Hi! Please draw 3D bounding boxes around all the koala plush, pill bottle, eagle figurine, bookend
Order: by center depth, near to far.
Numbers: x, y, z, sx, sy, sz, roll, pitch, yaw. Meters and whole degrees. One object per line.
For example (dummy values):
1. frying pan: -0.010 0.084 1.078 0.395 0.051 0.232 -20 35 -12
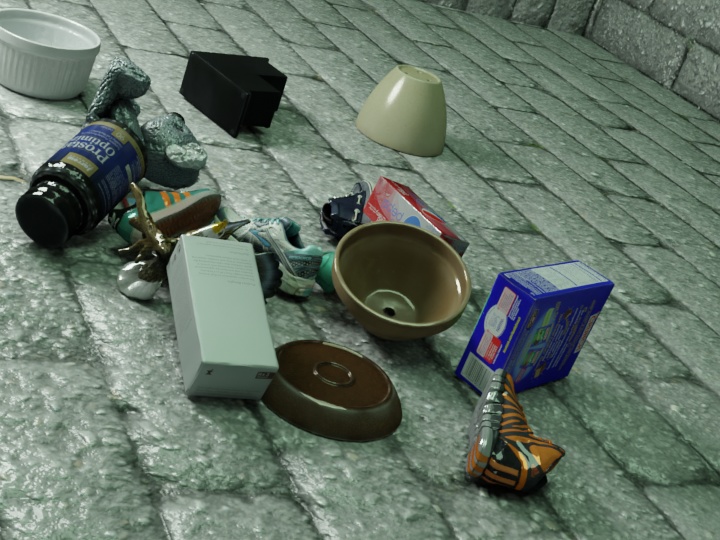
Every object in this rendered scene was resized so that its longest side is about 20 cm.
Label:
1. eagle figurine: -0.217 -0.022 1.607 0.150 0.154 0.199 -1 -14 36
2. pill bottle: -0.391 -0.120 1.668 0.111 0.113 0.201 22 40 9
3. koala plush: -0.333 -0.192 1.850 0.198 0.186 0.177 24 -17 -12
4. bookend: -0.215 -0.344 2.338 0.199 0.093 0.198 -5 34 -45

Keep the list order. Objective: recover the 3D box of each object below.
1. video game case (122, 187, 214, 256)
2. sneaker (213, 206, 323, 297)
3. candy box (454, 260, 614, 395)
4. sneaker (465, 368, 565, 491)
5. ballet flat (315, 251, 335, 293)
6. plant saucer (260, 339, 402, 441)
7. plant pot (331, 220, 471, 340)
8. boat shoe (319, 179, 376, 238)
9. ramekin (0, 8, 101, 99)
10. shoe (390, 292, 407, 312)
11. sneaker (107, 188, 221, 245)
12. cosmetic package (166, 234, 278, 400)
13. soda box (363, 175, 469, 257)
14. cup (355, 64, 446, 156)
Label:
1. video game case: -0.276 -0.070 1.794 0.141 0.018 0.200 6 26 -26
2. sneaker: -0.130 -0.047 1.747 0.199 0.087 0.077 36 14 24
3. candy box: 0.245 0.080 1.665 0.199 0.171 0.077 -7 37 -46
4. sneaker: 0.196 0.208 1.488 0.111 0.078 0.201 22 34 -2
5. ballet flat: 0.000 0.000 1.807 0.199 0.067 0.071 -14 64 -51
6. plant saucer: -0.037 0.141 1.495 0.198 0.035 0.201 17 23 -7
7. plant pot: 0.050 0.031 1.687 0.198 0.093 0.202 9 46 -9
8. boat shoe: -0.020 -0.108 1.990 0.092 0.075 0.201 20 23 -15
9. ramekin: -0.576 -0.388 2.151 0.198 0.106 0.201 16 24 -7
10. shoe: 0.079 0.013 1.831 0.069 0.054 0.200 22 24 9
11. sneaker: -0.280 -0.089 1.720 0.079 0.072 0.199 32 28 19
12. cosmetic package: -0.171 0.056 1.457 0.101 0.074 0.202 7 48 -25
13. soda box: 0.083 -0.068 1.847 0.063 0.071 0.200 17 19 -38
14. cup: 0.104 -0.349 2.523 0.198 0.145 0.201 16 23 -7
